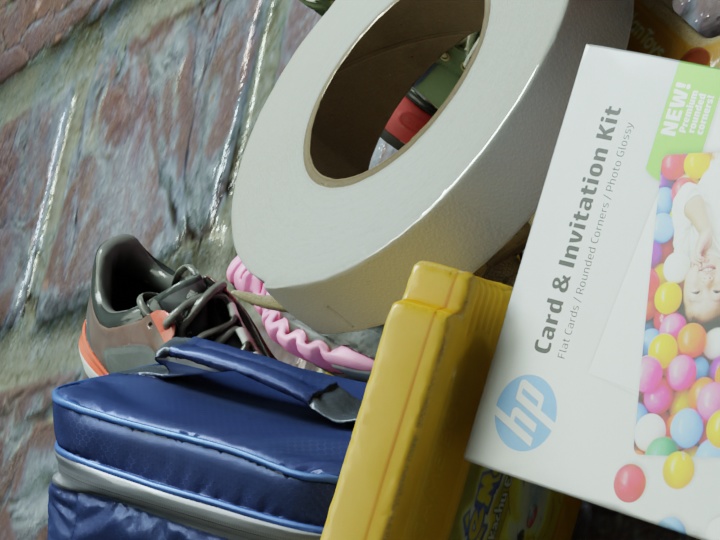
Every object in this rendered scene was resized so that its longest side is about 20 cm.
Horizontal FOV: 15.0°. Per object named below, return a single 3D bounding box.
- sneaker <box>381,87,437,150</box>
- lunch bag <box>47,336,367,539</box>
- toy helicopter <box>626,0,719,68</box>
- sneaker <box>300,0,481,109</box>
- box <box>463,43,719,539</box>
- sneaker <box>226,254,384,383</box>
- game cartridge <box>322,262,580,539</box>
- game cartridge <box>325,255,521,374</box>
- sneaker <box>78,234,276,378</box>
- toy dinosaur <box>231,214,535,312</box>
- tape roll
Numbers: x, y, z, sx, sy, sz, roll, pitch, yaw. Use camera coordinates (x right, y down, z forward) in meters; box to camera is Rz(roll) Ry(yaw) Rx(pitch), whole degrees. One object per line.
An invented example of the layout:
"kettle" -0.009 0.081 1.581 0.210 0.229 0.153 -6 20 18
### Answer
"sneaker" 0.045 -0.149 1.353 0.098 0.071 0.201 -46 30 38
"lunch bag" -0.045 0.101 1.181 0.199 0.136 0.133 13 104 32
"toy helicopter" 0.134 -0.080 1.060 0.132 0.079 0.200 -51 33 14
"sneaker" 0.018 -0.123 1.241 0.200 0.090 0.067 38 98 32
"box" 0.140 0.016 0.913 0.199 0.041 0.157 16 89 43
"sneaker" 0.000 0.000 1.290 0.096 0.079 0.200 -54 26 4
"game cartridge" 0.039 0.094 1.043 0.200 0.032 0.177 17 -91 -69
"game cartridge" 0.024 0.076 1.295 0.200 0.032 0.177 -58 26 30
"sneaker" -0.077 0.048 1.319 0.200 0.077 0.082 34 139 39
"toy dinosaur" 0.050 -0.009 1.196 0.200 0.058 0.101 -36 57 10
"tape roll" 0.026 -0.068 1.116 0.203 0.037 0.203 -37 31 27
